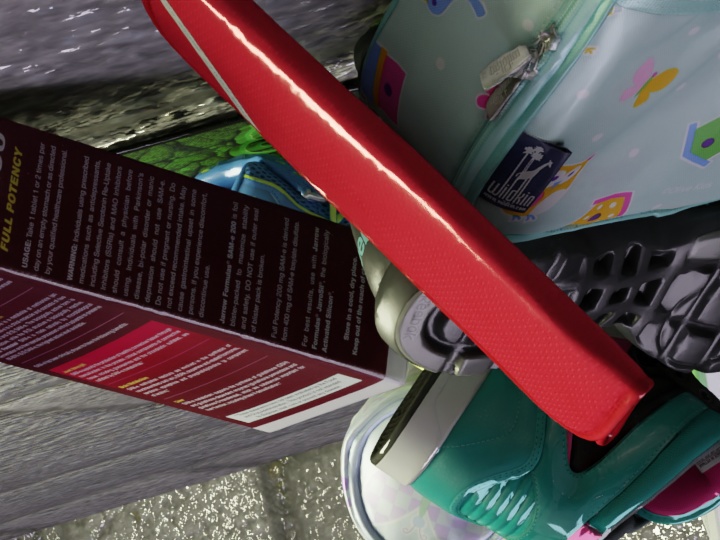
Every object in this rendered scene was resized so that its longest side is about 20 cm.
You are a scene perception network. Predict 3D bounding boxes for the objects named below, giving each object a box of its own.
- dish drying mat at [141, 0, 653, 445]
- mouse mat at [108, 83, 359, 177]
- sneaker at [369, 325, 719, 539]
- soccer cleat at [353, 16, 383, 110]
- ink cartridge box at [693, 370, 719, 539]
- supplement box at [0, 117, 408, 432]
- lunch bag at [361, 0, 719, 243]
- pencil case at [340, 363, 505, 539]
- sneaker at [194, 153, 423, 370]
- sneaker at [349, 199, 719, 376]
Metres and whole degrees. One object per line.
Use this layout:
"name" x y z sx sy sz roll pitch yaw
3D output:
"dish drying mat" 0.006 -0.024 0.740 0.018 0.200 0.077 -43 171 -12
"mouse mat" -0.040 -0.052 1.122 0.161 0.008 0.200 -15 173 1
"sneaker" 0.102 0.033 0.923 0.200 0.121 0.084 -52 179 -34
"soccer cleat" 0.030 -0.074 0.887 0.067 0.081 0.200 -22 154 -20
"ink cartridge box" 0.170 0.013 1.130 0.084 0.200 0.146 -15 132 0
"supplement box" -0.090 0.004 0.951 0.200 0.061 0.109 17 158 -29
"lunch bag" 0.107 -0.087 0.759 0.200 0.077 0.160 -11 151 -39
"pencil case" 0.052 0.067 1.153 0.091 0.083 0.200 -4 -166 12
"sneaker" 0.000 0.000 1.048 0.200 0.076 0.105 21 -173 43
"sneaker" 0.084 -0.014 0.852 0.200 0.079 0.075 2 131 -34
